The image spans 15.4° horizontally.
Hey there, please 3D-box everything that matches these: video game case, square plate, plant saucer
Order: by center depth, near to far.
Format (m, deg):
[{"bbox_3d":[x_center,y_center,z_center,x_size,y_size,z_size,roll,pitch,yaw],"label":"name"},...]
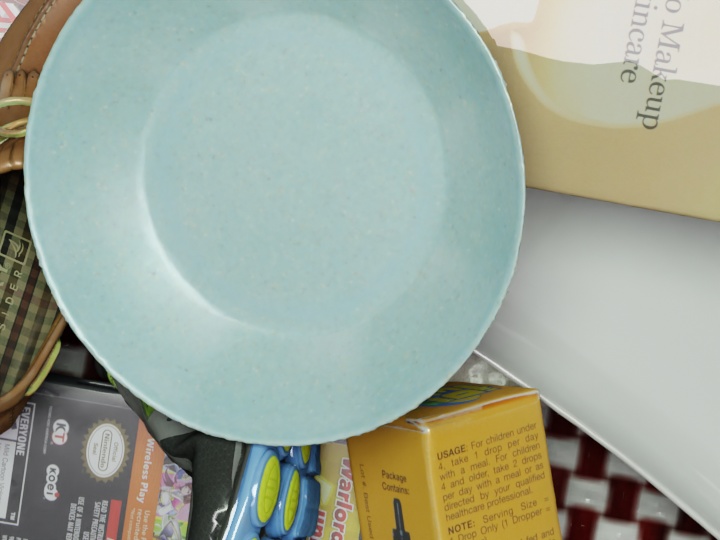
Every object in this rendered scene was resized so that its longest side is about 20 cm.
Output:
[{"bbox_3d":[-0.030,-0.035,1.015,0.200,0.039,0.202,2,98,17],"label":"plant saucer"},{"bbox_3d":[0.153,-0.003,1.116,0.200,0.028,0.198,37,78,-3],"label":"square plate"},{"bbox_3d":[-0.090,0.151,1.126,0.180,0.026,0.201,9,96,3],"label":"video game case"}]

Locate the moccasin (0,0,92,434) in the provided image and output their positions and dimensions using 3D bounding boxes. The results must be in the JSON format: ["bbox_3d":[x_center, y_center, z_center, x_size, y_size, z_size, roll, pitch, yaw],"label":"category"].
[{"bbox_3d":[-0.130,-0.033,1.072,0.074,0.078,0.202,30,65,-19],"label":"moccasin"}]

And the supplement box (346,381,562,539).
[{"bbox_3d":[0.047,0.148,1.086,0.069,0.066,0.201,-16,101,-31],"label":"supplement box"}]

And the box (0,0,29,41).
[{"bbox_3d":[-0.211,-0.092,1.153,0.199,0.038,0.137,10,87,3],"label":"box"}]

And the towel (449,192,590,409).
[{"bbox_3d":[0.000,0.000,1.142,0.199,0.034,0.133,-3,85,3],"label":"towel"}]

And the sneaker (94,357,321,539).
[{"bbox_3d":[-0.064,0.050,1.077,0.082,0.071,0.200,-14,61,11],"label":"sneaker"}]

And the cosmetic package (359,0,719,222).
[{"bbox_3d":[0.105,-0.079,1.049,0.199,0.071,0.106,9,100,1],"label":"cosmetic package"}]
